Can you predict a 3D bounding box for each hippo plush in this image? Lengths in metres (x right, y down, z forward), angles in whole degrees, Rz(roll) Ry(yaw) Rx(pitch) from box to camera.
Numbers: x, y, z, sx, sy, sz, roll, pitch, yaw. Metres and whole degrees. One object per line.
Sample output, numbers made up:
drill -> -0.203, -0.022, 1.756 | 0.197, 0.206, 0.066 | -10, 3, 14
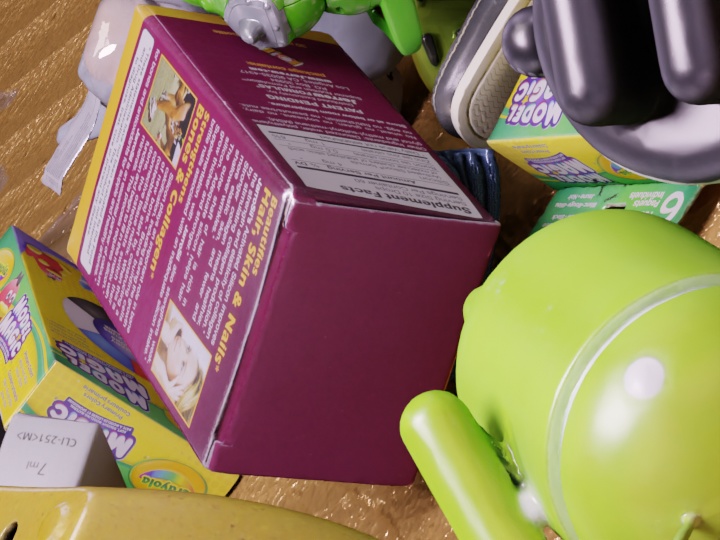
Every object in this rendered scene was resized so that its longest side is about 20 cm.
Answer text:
hippo plush -> -0.051, -0.105, 1.472 | 0.159, 0.160, 0.201 | -90, 19, -70

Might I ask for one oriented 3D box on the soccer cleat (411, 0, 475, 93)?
soccer cleat -> 0.044, -0.169, 1.438 | 0.084, 0.064, 0.201 | 109, 154, -74

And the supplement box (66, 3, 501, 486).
supplement box -> -0.038, -0.015, 1.297 | 0.200, 0.103, 0.131 | 53, 129, 54

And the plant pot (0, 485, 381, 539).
plant pot -> -0.071, 0.177, 1.139 | 0.195, 0.200, 0.195 | -6, 56, 60

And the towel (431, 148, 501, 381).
towel -> 0.000, 0.000, 1.386 | 0.200, 0.048, 0.112 | 2, 82, 62

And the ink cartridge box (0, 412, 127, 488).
ink cartridge box -> -0.134, 0.185, 1.288 | 0.043, 0.200, 0.174 | 7, 58, 14

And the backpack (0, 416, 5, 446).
backpack -> -0.247, 0.061, 1.685 | 0.176, 0.153, 0.200 | -63, 17, 1

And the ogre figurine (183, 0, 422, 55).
ogre figurine -> -0.004, -0.160, 1.340 | 0.120, 0.199, 0.098 | -123, 31, -47

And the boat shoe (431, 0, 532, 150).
boat shoe -> 0.085, -0.139, 1.362 | 0.067, 0.072, 0.200 | 16, 66, 37

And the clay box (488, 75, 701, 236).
clay box -> 0.128, -0.107, 1.269 | 0.115, 0.048, 0.201 | -1, 59, 62

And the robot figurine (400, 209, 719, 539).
robot figurine -> 0.105, 0.047, 1.058 | 0.175, 0.116, 0.200 | -28, 22, -9

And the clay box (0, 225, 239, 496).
clay box -> -0.128, 0.059, 1.495 | 0.048, 0.115, 0.200 | -52, 25, 10

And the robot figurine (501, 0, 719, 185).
robot figurine -> 0.140, -0.096, 1.078 | 0.150, 0.200, 0.125 | 34, 113, 27
